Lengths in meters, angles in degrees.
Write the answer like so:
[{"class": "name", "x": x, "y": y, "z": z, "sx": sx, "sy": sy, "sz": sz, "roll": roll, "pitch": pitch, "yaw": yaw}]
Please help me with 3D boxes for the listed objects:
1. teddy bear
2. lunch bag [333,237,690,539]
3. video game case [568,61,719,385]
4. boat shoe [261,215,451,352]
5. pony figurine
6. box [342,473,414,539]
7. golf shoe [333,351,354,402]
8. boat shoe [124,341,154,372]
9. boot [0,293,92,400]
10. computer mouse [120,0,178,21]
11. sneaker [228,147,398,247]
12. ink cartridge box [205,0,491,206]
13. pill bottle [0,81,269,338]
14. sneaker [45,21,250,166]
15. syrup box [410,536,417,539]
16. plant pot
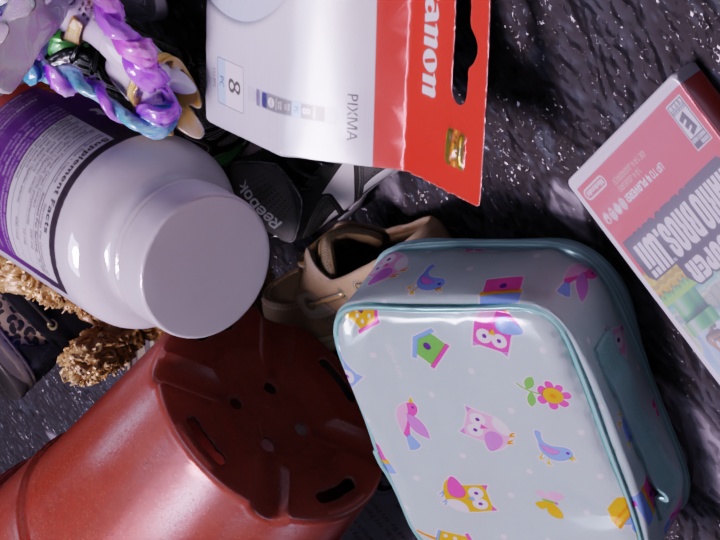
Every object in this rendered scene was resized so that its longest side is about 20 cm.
[{"class": "teddy bear", "x": -0.152, "y": -0.003, "z": 1.642, "sx": 0.200, "sy": 0.145, "sz": 0.067, "roll": 39, "pitch": 150, "yaw": 11}, {"class": "lunch bag", "x": 0.087, "y": 0.077, "z": 1.449, "sx": 0.160, "sy": 0.077, "sz": 0.200, "roll": -3, "pitch": 125, "yaw": 31}, {"class": "video game case", "x": 0.187, "y": 0.009, "z": 1.291, "sx": 0.200, "sy": 0.017, "sz": 0.143, "roll": 53, "pitch": 156, "yaw": 6}, {"class": "boat shoe", "x": 0.000, "y": 0.000, "z": 1.566, "sx": 0.200, "sy": 0.071, "sz": 0.065, "roll": -9, "pitch": 121, "yaw": 54}, {"class": "pony figurine", "x": -0.158, "y": -0.165, "z": 1.428, "sx": 0.200, "sy": 0.167, "sz": 0.193, "roll": 44, "pitch": 167, "yaw": 16}, {"class": "box", "x": -0.064, "y": 0.191, "z": 1.773, "sx": 0.199, "sy": 0.200, "sz": 0.131, "roll": 46, "pitch": 153, "yaw": 20}, {"class": "golf shoe", "x": 0.013, "y": 0.064, "z": 1.645, "sx": 0.095, "sy": 0.078, "sz": 0.200, "roll": 47, "pitch": 164, "yaw": -29}, {"class": "boat shoe", "x": -0.130, "y": 0.058, "z": 1.904, "sx": 0.073, "sy": 0.074, "sz": 0.200, "roll": 55, "pitch": 151, "yaw": 31}, {"class": "boot", "x": -0.240, "y": -0.030, "z": 1.882, "sx": 0.200, "sy": 0.150, "sz": 0.073, "roll": 57, "pitch": 157, "yaw": -6}, {"class": "computer mouse", "x": -0.128, "y": -0.210, "z": 1.546, "sx": 0.138, "sy": 0.053, "sz": 0.200, "roll": 37, "pitch": 161, "yaw": 9}, {"class": "sneaker", "x": -0.027, "y": -0.058, "z": 1.518, "sx": 0.067, "sy": 0.090, "sz": 0.200, "roll": 52, "pitch": 156, "yaw": 6}, {"class": "ink cartridge box", "x": -0.010, "y": -0.130, "z": 1.383, "sx": 0.200, "sy": 0.047, "sz": 0.161, "roll": 28, "pitch": 122, "yaw": 50}, {"class": "pill bottle", "x": -0.138, "y": -0.033, "z": 1.520, "sx": 0.200, "sy": 0.111, "sz": 0.112, "roll": 29, "pitch": 145, "yaw": 49}, {"class": "sneaker", "x": -0.147, "y": -0.114, "z": 1.632, "sx": 0.200, "sy": 0.078, "sz": 0.085, "roll": 17, "pitch": 153, "yaw": 24}, {"class": "syrup box", "x": 0.043, "y": 0.207, "z": 1.587, "sx": 0.079, "sy": 0.200, "sz": 0.081, "roll": 59, "pitch": 151, "yaw": -7}, {"class": "plant pot", "x": -0.097, "y": 0.135, "z": 1.569, "sx": 0.201, "sy": 0.201, "sz": 0.195, "roll": 50, "pitch": 130, "yaw": 12}]
